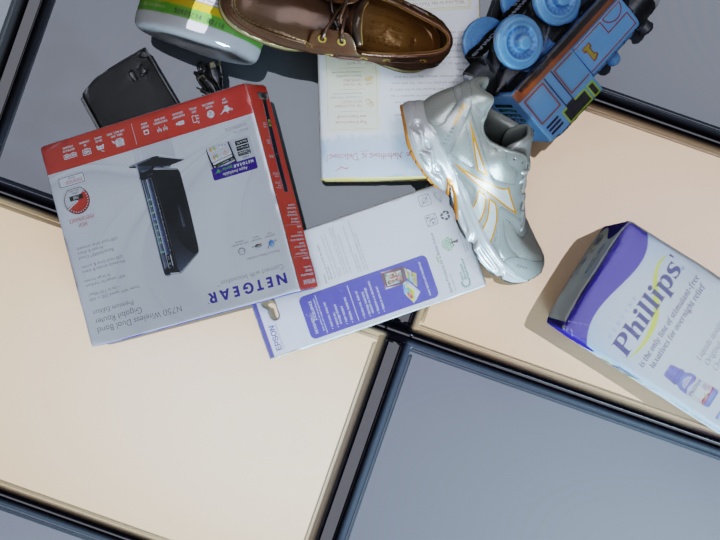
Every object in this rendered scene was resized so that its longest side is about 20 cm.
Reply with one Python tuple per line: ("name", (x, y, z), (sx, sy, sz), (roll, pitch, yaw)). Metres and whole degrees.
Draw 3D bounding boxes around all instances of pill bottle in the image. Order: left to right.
("pill bottle", (-0.112, -0.286, 1.550), (0.111, 0.111, 0.200), (17, 89, 1))

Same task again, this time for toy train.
("toy train", (0.174, -0.205, 1.552), (0.200, 0.087, 0.114), (-47, 111, -12))

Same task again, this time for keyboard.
("keyboard", (-0.148, -0.104, 1.588), (0.127, 0.021, 0.200), (-30, 90, 12))

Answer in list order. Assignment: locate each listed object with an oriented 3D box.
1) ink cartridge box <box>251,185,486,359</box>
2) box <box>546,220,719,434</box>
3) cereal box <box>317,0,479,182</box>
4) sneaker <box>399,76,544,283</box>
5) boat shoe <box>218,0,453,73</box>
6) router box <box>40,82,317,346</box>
("ink cartridge box", (0.000, 0.000, 1.580), (0.200, 0.039, 0.100), (-18, 88, -1))
("box", (0.267, 0.055, 1.505), (0.200, 0.184, 0.105), (33, 91, 2))
("cereal box", (0.033, -0.177, 1.582), (0.144, 0.040, 0.200), (-1, 89, -2))
("sneaker", (0.117, -0.074, 1.524), (0.092, 0.076, 0.200), (-26, 122, 17))
("boat shoe", (-0.016, -0.210, 1.503), (0.200, 0.068, 0.072), (11, 91, -18))
("router box", (-0.154, -0.046, 1.549), (0.200, 0.049, 0.180), (-16, 88, 17))
